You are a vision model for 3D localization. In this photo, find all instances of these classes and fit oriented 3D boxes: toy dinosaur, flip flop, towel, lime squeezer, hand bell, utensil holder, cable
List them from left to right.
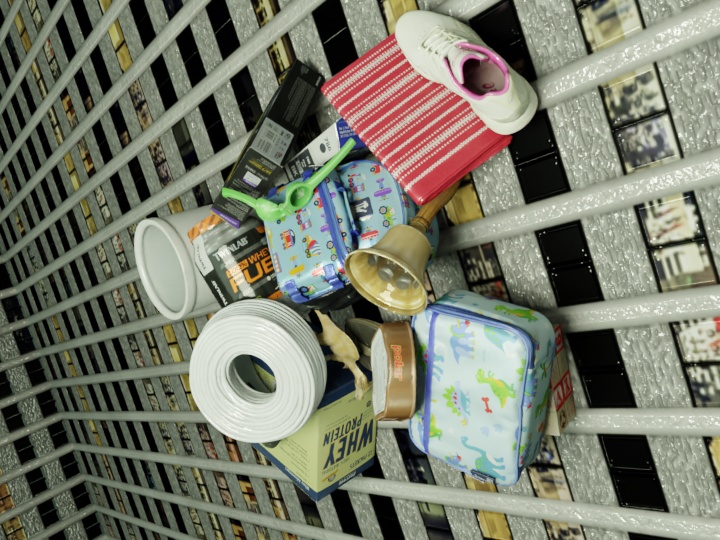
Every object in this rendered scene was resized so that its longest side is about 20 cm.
[{"bbox_3d":[-0.258,-0.030,1.150,0.169,0.199,0.172,23,124,40],"label":"utensil holder"},{"bbox_3d":[-0.147,0.143,0.944,0.197,0.069,0.203,-8,104,18],"label":"cable"},{"bbox_3d":[-0.089,-0.098,0.822,0.198,0.071,0.038,-17,134,25],"label":"lime squeezer"},{"bbox_3d":[-0.040,0.094,0.975,0.101,0.058,0.201,11,136,55],"label":"toy dinosaur"},{"bbox_3d":[0.065,0.103,0.962,0.198,0.057,0.082,0,112,32],"label":"flip flop"},{"bbox_3d":[0.065,-0.185,0.781,0.201,0.144,0.023,51,173,19],"label":"towel"},{"bbox_3d":[0.072,-0.059,0.778,0.103,0.201,0.105,24,150,15],"label":"hand bell"}]

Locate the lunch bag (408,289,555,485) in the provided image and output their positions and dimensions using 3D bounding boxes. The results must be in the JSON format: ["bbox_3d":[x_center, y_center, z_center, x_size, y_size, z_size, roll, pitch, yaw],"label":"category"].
[{"bbox_3d":[0.130,0.132,0.766,0.159,0.082,0.203,18,115,36],"label":"lunch bag"}]

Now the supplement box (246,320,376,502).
[{"bbox_3d":[-0.085,0.226,1.116,0.199,0.133,0.203,27,125,40],"label":"supplement box"}]

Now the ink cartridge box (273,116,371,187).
[{"bbox_3d":[-0.033,-0.163,0.916,0.199,0.099,0.040,-28,85,51],"label":"ink cartridge box"}]

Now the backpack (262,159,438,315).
[{"bbox_3d":[-0.007,-0.055,0.861,0.198,0.134,0.185,-19,72,23],"label":"backpack"}]

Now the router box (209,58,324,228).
[{"bbox_3d":[-0.132,-0.180,0.953,0.052,0.202,0.157,30,141,-15],"label":"router box"}]

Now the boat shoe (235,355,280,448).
[{"bbox_3d":[-0.190,0.195,1.065,0.200,0.070,0.064,49,135,22],"label":"boat shoe"}]

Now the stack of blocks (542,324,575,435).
[{"bbox_3d":[0.155,0.133,0.836,0.198,0.058,0.117,-4,104,38],"label":"stack of blocks"}]

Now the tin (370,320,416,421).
[{"bbox_3d":[0.037,0.126,0.823,0.200,0.041,0.114,104,168,-74],"label":"tin"}]

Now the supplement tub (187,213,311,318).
[{"bbox_3d":[-0.171,0.006,1.017,0.122,0.122,0.202,-28,95,50],"label":"supplement tub"}]

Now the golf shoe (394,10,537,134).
[{"bbox_3d":[0.107,-0.232,0.725,0.200,0.091,0.076,43,102,23],"label":"golf shoe"}]

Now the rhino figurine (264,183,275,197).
[{"bbox_3d":[-0.123,-0.113,1.059,0.088,0.059,0.201,105,146,-49],"label":"rhino figurine"}]
